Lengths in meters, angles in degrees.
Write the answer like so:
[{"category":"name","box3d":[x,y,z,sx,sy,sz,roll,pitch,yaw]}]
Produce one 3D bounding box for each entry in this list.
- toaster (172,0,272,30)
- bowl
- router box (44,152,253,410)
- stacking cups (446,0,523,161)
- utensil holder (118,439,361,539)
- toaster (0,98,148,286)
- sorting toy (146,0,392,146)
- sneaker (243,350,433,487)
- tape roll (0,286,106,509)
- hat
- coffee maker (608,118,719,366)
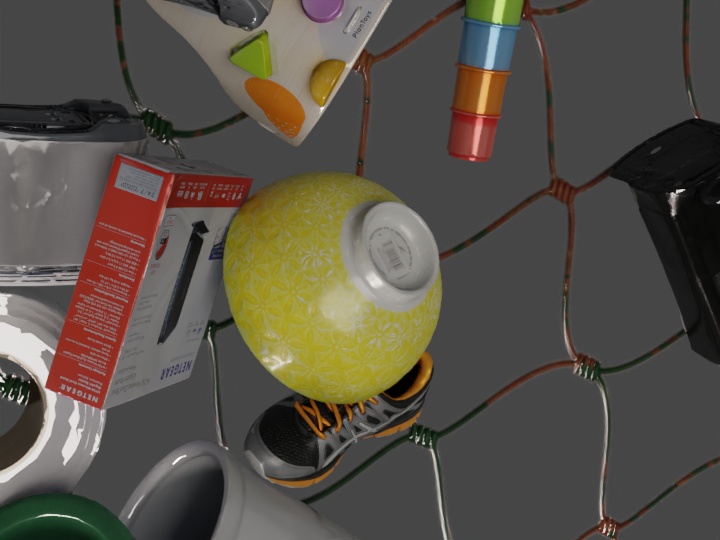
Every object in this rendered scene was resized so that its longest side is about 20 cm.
[{"category":"toaster","box3d":[-0.134,-0.261,1.026,0.114,0.199,0.130,35,76,-63]},{"category":"bowl","box3d":[0.000,0.000,1.174,0.200,0.108,0.201,17,61,-34]},{"category":"router box","box3d":[-0.158,0.004,1.118,0.049,0.200,0.180,19,97,10]},{"category":"stacking cups","box3d":[0.112,-0.196,1.256,0.060,0.060,0.201,1,108,-23]},{"category":"utensil holder","box3d":[-0.094,0.265,1.229,0.200,0.170,0.170,37,88,-30]},{"category":"toaster","box3d":[-0.260,-0.062,1.098,0.199,0.114,0.130,-1,107,-25]},{"category":"sorting toy","box3d":[-0.071,-0.227,1.120,0.180,0.107,0.200,31,90,-8]},{"category":"sneaker","box3d":[-0.017,0.117,1.240,0.200,0.078,0.077,-26,158,-38]},{"category":"tape roll","box3d":[-0.305,0.105,1.148,0.202,0.071,0.203,-6,106,-22]},{"category":"hat","box3d":[-0.228,0.271,1.185,0.199,0.176,0.166,-16,76,13]},{"category":"coffee maker","box3d":[0.329,-0.015,1.318,0.134,0.192,0.200,-23,112,14]}]
